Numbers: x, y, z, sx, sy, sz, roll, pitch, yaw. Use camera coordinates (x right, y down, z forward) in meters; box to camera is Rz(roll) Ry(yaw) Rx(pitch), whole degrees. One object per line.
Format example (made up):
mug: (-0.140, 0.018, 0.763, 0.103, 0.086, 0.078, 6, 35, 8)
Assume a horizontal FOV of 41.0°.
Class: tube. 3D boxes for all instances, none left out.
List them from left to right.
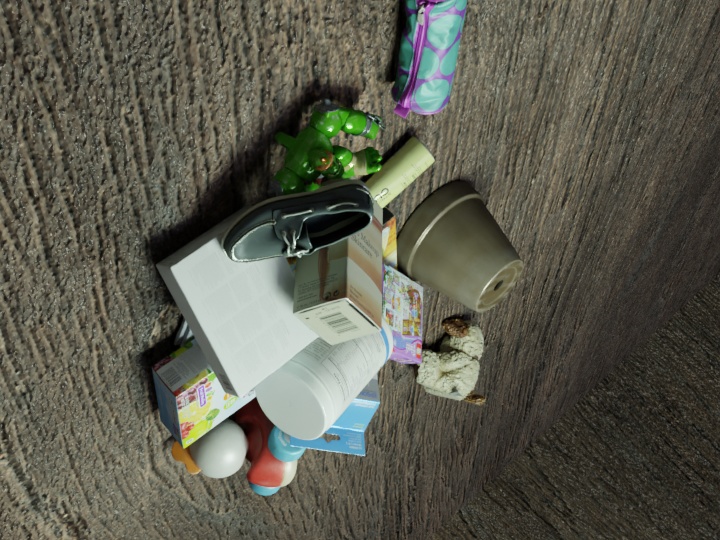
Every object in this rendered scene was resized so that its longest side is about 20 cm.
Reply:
tube: (0.025, -0.116, 1.459, 0.200, 0.052, 0.058, -42, 114, 1)

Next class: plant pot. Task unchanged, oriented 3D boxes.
plant pot: (0.184, -0.025, 1.686, 0.199, 0.173, 0.201, -36, 154, -21)

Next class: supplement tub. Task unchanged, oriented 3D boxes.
supplement tub: (-0.050, 0.140, 1.432, 0.200, 0.131, 0.133, -44, 159, -43)

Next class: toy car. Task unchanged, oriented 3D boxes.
toy car: (-0.208, 0.268, 1.567, 0.198, 0.178, 0.185, 1, 148, -22)

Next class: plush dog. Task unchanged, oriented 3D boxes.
plush dog: (0.217, 0.191, 2.108, 0.200, 0.159, 0.173, 47, 60, -66)

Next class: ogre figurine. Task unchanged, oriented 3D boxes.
ogre figurine: (-0.052, -0.132, 1.243, 0.200, 0.098, 0.120, -44, 144, 9)

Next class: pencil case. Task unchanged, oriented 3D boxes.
pencil case: (0.087, -0.298, 1.249, 0.093, 0.085, 0.201, -50, 159, -34)

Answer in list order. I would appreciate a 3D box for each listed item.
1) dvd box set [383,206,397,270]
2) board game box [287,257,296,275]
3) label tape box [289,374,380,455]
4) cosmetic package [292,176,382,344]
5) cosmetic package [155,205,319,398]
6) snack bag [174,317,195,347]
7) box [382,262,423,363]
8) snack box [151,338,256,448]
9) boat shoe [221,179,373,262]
dvd box set: (0.000, 0.000, 1.601, 0.146, 0.029, 0.201, -38, 152, -20)
board game box: (-0.121, 0.044, 1.343, 0.199, 0.034, 0.127, -29, 109, -36)
label tape box: (-0.044, 0.183, 1.543, 0.143, 0.202, 0.063, 13, 144, -30)
cosmetic package: (-0.027, -0.016, 1.311, 0.087, 0.202, 0.103, -17, 144, 26)
cosmetic package: (-0.154, 0.039, 1.257, 0.150, 0.051, 0.201, -35, 113, -27)
snack bag: (-0.166, 0.016, 1.378, 0.188, 0.021, 0.201, -16, 141, -48)
box: (0.056, 0.076, 1.622, 0.200, 0.039, 0.138, 31, 59, -64)
snack box: (-0.202, 0.148, 1.416, 0.199, 0.068, 0.169, -36, 156, -26)
boat shoe: (-0.076, -0.052, 1.188, 0.198, 0.062, 0.073, -20, 131, -1)
